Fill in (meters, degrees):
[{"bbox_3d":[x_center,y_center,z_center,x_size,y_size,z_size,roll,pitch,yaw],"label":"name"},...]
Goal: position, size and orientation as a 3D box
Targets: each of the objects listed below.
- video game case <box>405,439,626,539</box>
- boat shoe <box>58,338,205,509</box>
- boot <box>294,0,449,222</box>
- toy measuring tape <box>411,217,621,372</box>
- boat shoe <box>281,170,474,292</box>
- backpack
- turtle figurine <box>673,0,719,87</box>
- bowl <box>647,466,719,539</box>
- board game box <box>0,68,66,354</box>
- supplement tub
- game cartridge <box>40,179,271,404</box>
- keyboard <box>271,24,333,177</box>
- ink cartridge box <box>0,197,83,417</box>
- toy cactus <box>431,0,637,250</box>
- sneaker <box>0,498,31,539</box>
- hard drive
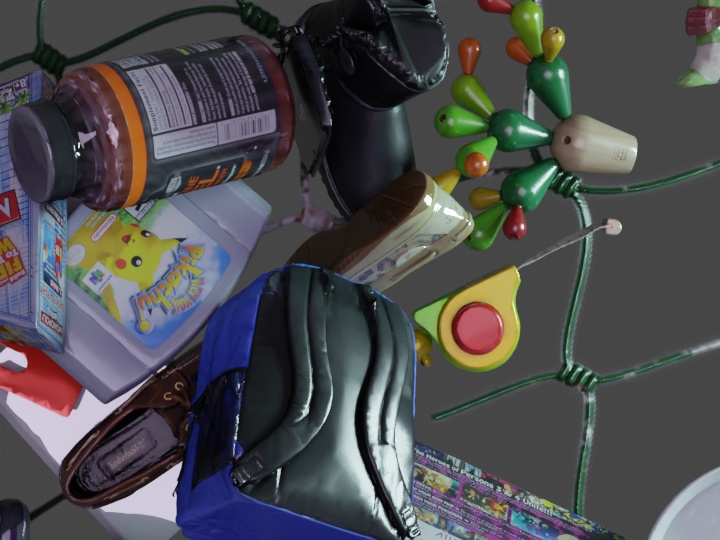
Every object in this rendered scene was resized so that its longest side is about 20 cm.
[{"bbox_3d":[0.107,0.225,1.486,0.198,0.182,0.036,25,118,-3],"label":"video game case"},{"bbox_3d":[-0.147,0.117,1.501,0.200,0.070,0.071,-40,91,-2],"label":"boat shoe"},{"bbox_3d":[0.017,-0.126,1.470,0.076,0.168,0.202,-18,91,-19],"label":"boot"},{"bbox_3d":[0.126,0.029,1.533,0.199,0.074,0.074,-26,92,0],"label":"toy measuring tape"},{"bbox_3d":[0.000,0.000,1.499,0.062,0.074,0.199,34,131,-28],"label":"boat shoe"},{"bbox_3d":[-0.056,0.105,1.418,0.162,0.167,0.202,23,59,-30],"label":"backpack"},{"bbox_3d":[0.255,-0.239,1.494,0.143,0.199,0.196,-2,97,32],"label":"turtle figurine"},{"bbox_3d":[0.312,0.242,1.534,0.199,0.090,0.203,0,91,-2],"label":"bowl"},{"bbox_3d":[-0.296,-0.019,1.433,0.198,0.062,0.201,-20,65,6],"label":"board game box"},{"bbox_3d":[-0.153,-0.104,1.410,0.199,0.107,0.108,-16,93,-31],"label":"supplement tub"},{"bbox_3d":[-0.166,-0.005,1.477,0.133,0.040,0.200,40,78,-2],"label":"game cartridge"},{"bbox_3d":[-0.032,-0.136,1.438,0.039,0.200,0.105,-18,87,-8],"label":"keyboard"},{"bbox_3d":[-0.255,-0.012,1.507,0.161,0.057,0.201,24,73,-1],"label":"ink cartridge box"},{"bbox_3d":[0.140,-0.112,1.524,0.163,0.102,0.202,11,83,-12],"label":"toy cactus"},{"bbox_3d":[-0.262,0.280,1.539,0.087,0.074,0.202,4,98,-20],"label":"sneaker"},{"bbox_3d":[-0.195,0.117,1.547,0.132,0.026,0.200,-42,92,0],"label":"hard drive"}]
